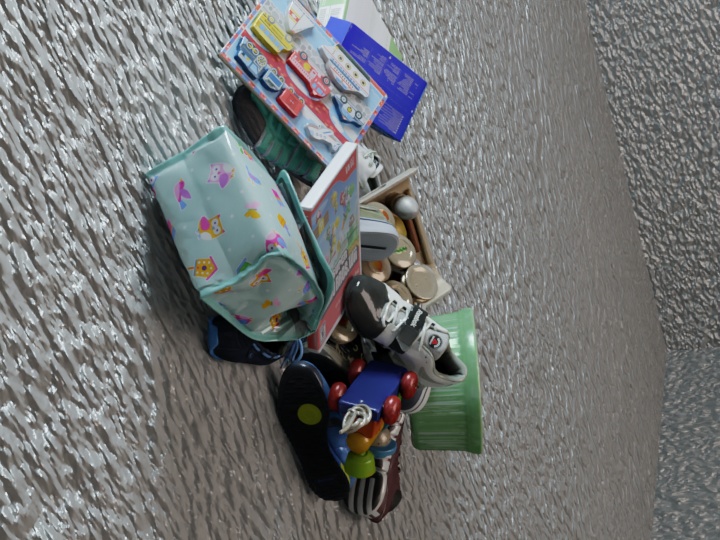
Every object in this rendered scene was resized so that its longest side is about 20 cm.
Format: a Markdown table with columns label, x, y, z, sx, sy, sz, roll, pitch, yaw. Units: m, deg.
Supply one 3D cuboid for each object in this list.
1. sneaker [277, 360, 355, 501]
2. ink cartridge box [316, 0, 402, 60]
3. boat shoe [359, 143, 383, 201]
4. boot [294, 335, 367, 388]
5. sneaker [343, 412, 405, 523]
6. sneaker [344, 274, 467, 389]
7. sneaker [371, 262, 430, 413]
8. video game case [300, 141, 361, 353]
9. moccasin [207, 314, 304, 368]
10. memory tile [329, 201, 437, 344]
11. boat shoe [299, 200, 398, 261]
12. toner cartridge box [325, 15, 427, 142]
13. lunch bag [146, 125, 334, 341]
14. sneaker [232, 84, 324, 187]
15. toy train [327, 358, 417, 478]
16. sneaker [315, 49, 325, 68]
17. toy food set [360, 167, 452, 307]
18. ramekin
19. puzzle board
| label | x | y | z | sx | sy | sz | roll | pitch | yaw |
| --- | --- | --- | --- | --- | --- | --- | --- | --- | --- |
| sneaker | -0.051 | 0.182 | 1.577 | 0.079 | 0.065 | 0.202 | -71 | 150 | -56 |
| ink cartridge box | -0.001 | -0.316 | 1.849 | 0.200 | 0.047 | 0.147 | 58 | 33 | -49 |
| boat shoe | 0.000 | -0.141 | 1.777 | 0.074 | 0.066 | 0.202 | -64 | 142 | -53 |
| boot | -0.017 | 0.088 | 1.667 | 0.204 | 0.073 | 0.155 | 51 | 37 | -52 |
| sneaker | 0.027 | 0.245 | 1.756 | 0.116 | 0.075 | 0.202 | 59 | 41 | -57 |
| sneaker | 0.062 | 0.072 | 1.576 | 0.200 | 0.088 | 0.075 | 45 | 60 | -34 |
| sneaker | 0.045 | 0.084 | 1.697 | 0.079 | 0.078 | 0.202 | 15 | 69 | -52 |
| video game case | -0.032 | -0.026 | 1.490 | 0.143 | 0.017 | 0.202 | -58 | 153 | -49 |
| moccasin | -0.101 | 0.077 | 1.468 | 0.200 | 0.068 | 0.081 | -15 | 99 | -68 |
| memory tile | 0.000 | 0.000 | 1.630 | 0.199 | 0.017 | 0.154 | -25 | 80 | -42 |
| boat shoe | -0.046 | -0.054 | 1.585 | 0.198 | 0.072 | 0.062 | 10 | 35 | -35 |
| toner cartridge box | 0.008 | -0.258 | 1.768 | 0.199 | 0.043 | 0.096 | 29 | 88 | -52 |
| lunch bag | -0.111 | -0.028 | 1.352 | 0.171 | 0.121 | 0.200 | 64 | 10 | 27 |
| sneaker | -0.095 | -0.152 | 1.575 | 0.200 | 0.087 | 0.075 | 41 | 73 | -32 |
| toy train | 0.000 | 0.193 | 1.520 | 0.200 | 0.084 | 0.117 | -47 | 145 | -62 |
| sneaker | -0.048 | -0.198 | 1.640 | 0.201 | 0.091 | 0.076 | 61 | 32 | -45 |
| toy food set | 0.044 | -0.023 | 1.764 | 0.143 | 0.060 | 0.201 | -32 | 121 | -22 |
| ramekin | 0.114 | 0.155 | 1.800 | 0.200 | 0.097 | 0.202 | -4 | 90 | -87 |
| puzzle board | -0.062 | -0.231 | 1.541 | 0.200 | 0.017 | 0.151 | 46 | 53 | -20 |
